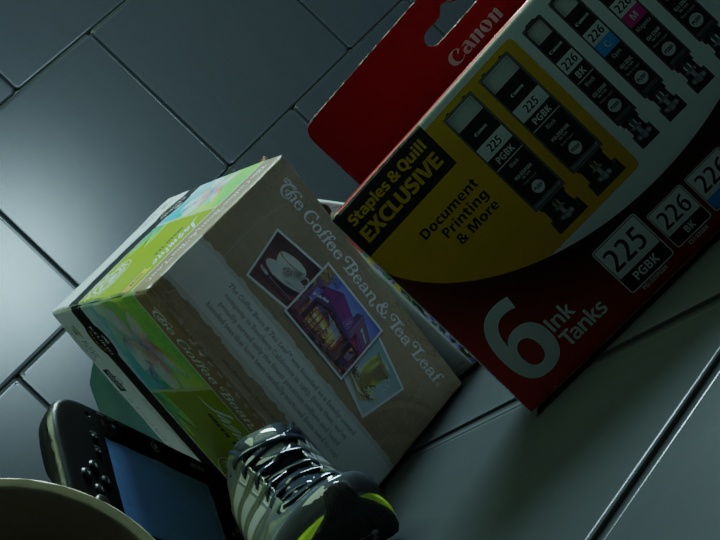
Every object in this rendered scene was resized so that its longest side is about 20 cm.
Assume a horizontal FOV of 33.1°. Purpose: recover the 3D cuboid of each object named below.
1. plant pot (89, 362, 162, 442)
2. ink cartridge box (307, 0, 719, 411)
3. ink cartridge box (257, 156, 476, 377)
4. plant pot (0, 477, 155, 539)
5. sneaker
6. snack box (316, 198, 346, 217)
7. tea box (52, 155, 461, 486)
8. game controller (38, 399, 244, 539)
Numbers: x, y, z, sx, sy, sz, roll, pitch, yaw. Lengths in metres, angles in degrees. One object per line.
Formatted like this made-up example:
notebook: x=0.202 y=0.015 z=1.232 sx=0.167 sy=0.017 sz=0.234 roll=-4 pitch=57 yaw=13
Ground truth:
plant pot: x=-0.157 y=0.128 z=1.147 sx=0.141 sy=0.200 sz=0.142 roll=-29 pitch=-29 yaw=-39
ink cartridge box: x=0.087 y=-0.071 z=0.565 sx=0.200 sy=0.175 sz=0.084 roll=-47 pitch=0 yaw=16
ink cartridge box: x=0.000 y=0.000 z=0.867 sx=0.050 sy=0.200 sz=0.109 roll=-45 pitch=0 yaw=-31
plant pot: x=-0.162 y=0.218 z=0.567 sx=0.187 sy=0.187 sz=0.200 roll=-47 pitch=-12 yaw=-25
sneaker: x=-0.039 y=0.122 z=0.644 sx=0.073 sy=0.081 sz=0.200 roll=-25 pitch=-6 yaw=-20
snack box: x=-0.048 y=0.043 z=0.979 sx=0.037 sy=0.115 sz=0.202 roll=-155 pitch=72 yaw=-79
tea box: x=-0.076 y=0.052 z=0.832 sx=0.134 sy=0.200 sz=0.196 roll=-47 pitch=17 yaw=-27
game controller: x=-0.123 y=0.148 z=0.746 sx=0.042 sy=0.105 sz=0.200 roll=-26 pitch=-34 yaw=17
